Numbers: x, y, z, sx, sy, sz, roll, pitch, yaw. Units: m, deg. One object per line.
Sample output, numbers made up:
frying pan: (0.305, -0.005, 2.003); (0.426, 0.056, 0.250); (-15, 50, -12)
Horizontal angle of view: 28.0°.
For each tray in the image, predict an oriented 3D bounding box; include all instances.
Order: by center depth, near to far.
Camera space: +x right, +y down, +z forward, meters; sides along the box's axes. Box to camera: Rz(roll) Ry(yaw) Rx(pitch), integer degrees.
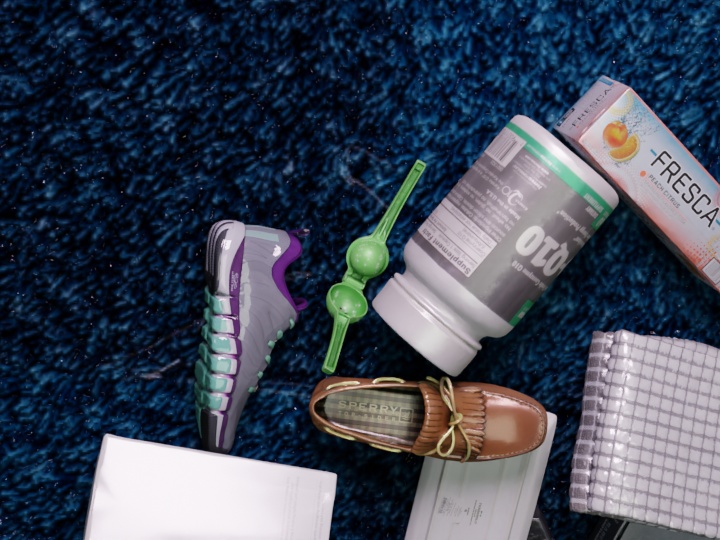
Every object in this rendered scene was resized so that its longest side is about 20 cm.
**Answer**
tray: (0.101, 0.210, 1.279); (0.107, 0.022, 0.201); (13, 107, 3)

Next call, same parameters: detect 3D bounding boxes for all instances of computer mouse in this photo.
computer mouse: (0.132, 0.206, 1.304); (0.058, 0.034, 0.201); (-18, 104, 11)

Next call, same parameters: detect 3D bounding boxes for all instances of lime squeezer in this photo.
lime squeezer: (0.000, 0.000, 1.198); (0.038, 0.071, 0.201); (23, 70, 6)

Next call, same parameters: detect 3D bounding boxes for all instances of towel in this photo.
towel: (0.285, 0.149, 1.266); (0.199, 0.086, 0.166); (14, 78, -19)

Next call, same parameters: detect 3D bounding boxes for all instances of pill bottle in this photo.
pill bottle: (0.108, -0.018, 1.185); (0.113, 0.113, 0.200); (38, 96, -19)

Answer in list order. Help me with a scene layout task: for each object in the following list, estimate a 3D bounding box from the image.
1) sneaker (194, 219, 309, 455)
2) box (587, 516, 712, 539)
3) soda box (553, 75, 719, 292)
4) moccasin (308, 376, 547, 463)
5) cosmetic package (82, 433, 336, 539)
sneaker: (-0.087, 0.060, 1.192); (0.087, 0.074, 0.201); (2, 105, -17)
box: (0.294, 0.307, 1.351); (0.199, 0.051, 0.158); (25, 99, -17)
soda box: (0.257, -0.072, 1.223); (0.064, 0.068, 0.200); (-45, 110, 3)
moccasin: (0.057, 0.121, 1.209); (0.200, 0.078, 0.074); (12, 91, 3)
cosmetic package: (-0.127, 0.212, 1.193); (0.199, 0.081, 0.113); (12, 67, -8)
